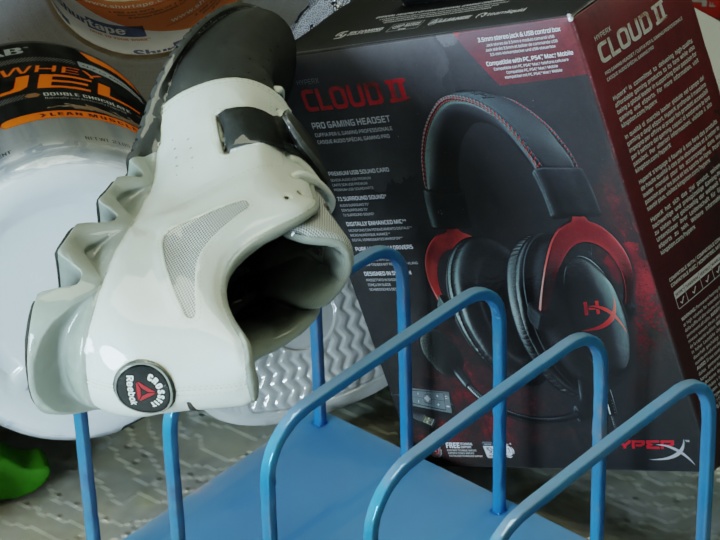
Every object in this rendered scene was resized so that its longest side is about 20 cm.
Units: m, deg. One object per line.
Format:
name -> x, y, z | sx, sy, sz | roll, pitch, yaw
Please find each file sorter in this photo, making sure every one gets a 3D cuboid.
file sorter -> 0.011, 0.077, 0.867 | 0.199, 0.123, 0.139 | 24, 41, 35

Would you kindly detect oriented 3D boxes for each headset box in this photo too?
headset box -> 0.064, -0.029, 0.926 | 0.148, 0.201, 0.075 | -2, 24, 42

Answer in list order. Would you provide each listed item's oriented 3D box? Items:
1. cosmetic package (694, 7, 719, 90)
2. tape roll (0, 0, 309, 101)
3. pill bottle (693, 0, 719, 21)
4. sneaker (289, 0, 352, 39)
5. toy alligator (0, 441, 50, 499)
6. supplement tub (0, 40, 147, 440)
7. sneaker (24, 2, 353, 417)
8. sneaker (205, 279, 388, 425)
cosmetic package -> 0.138, -0.044, 1.066 | 0.081, 0.113, 0.200 | -19, 38, -25
tape roll -> -0.108, -0.163, 1.185 | 0.199, 0.201, 0.066 | -9, 33, -11
pill bottle -> 0.169, -0.148, 1.197 | 0.199, 0.116, 0.116 | 1, 30, -15
sneaker -> -0.013, -0.084, 1.067 | 0.075, 0.200, 0.114 | 41, 35, 5
toy alligator -> -0.218, 0.081, 0.937 | 0.199, 0.054, 0.059 | -12, 33, -15
supplement tub -> -0.131, -0.022, 1.019 | 0.122, 0.123, 0.200 | -10, 23, -12
sneaker -> -0.038, -0.018, 0.845 | 0.088, 0.074, 0.200 | 6, 43, 14
sneaker -> 0.000, 0.000, 1.062 | 0.200, 0.074, 0.118 | -35, 9, -16
